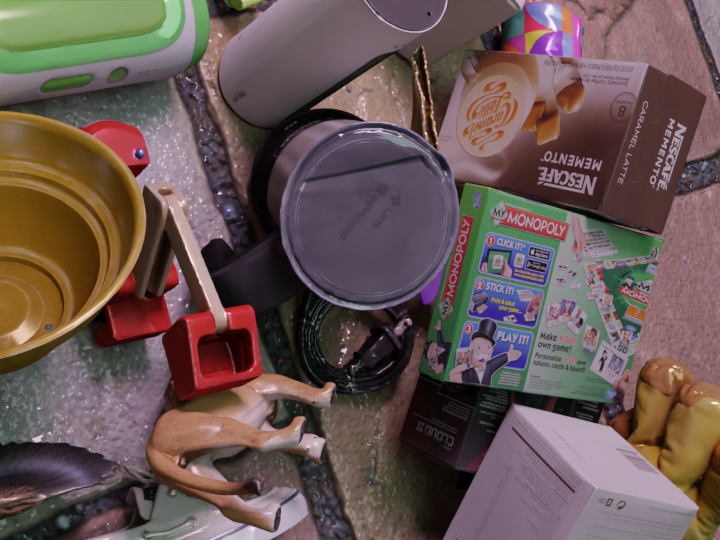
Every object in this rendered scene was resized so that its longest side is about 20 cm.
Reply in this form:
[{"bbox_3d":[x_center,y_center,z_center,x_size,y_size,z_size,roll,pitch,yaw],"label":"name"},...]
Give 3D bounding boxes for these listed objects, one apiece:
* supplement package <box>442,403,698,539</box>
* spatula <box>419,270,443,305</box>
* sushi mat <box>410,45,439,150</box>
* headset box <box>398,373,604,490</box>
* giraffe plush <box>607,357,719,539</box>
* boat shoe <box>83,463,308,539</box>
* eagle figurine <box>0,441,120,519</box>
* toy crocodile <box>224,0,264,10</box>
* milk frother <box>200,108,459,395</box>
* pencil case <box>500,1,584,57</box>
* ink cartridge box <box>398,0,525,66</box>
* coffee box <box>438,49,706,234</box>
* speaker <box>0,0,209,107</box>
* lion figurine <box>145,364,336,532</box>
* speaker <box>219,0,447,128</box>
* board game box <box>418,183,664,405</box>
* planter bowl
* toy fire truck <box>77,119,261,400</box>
[{"bbox_3d":[0.134,0.220,0.810,0.109,0.114,0.202,16,106,-31],"label":"supplement package"},{"bbox_3d":[0.085,0.048,0.903,0.057,0.020,0.201,-47,122,-39],"label":"spatula"},{"bbox_3d":[0.049,-0.091,0.854,0.012,0.200,0.097,-8,79,0],"label":"sushi mat"},{"bbox_3d":[0.127,0.083,0.879,0.148,0.075,0.202,18,90,-38],"label":"headset box"},{"bbox_3d":[0.231,0.193,0.941,0.161,0.172,0.202,-9,118,-27],"label":"giraffe plush"},{"bbox_3d":[-0.131,0.164,0.722,0.200,0.075,0.087,-18,81,-30],"label":"boat shoe"},{"bbox_3d":[-0.241,0.149,0.604,0.199,0.150,0.153,34,84,-43],"label":"eagle figurine"},{"bbox_3d":[-0.122,-0.298,0.846,0.067,0.062,0.202,-26,94,-37],"label":"toy crocodile"},{"bbox_3d":[0.000,0.000,0.777,0.200,0.188,0.181,40,92,-15],"label":"milk frother"},{"bbox_3d":[0.169,-0.143,1.005,0.088,0.088,0.202,11,71,-33],"label":"pencil case"},{"bbox_3d":[0.097,-0.292,0.950,0.085,0.147,0.201,35,61,-22],"label":"ink cartridge box"},{"bbox_3d":[0.158,-0.106,0.878,0.079,0.199,0.116,16,93,-38],"label":"coffee box"},{"bbox_3d":[-0.203,-0.160,0.739,0.199,0.088,0.089,-19,89,-37],"label":"speaker"},{"bbox_3d":[-0.088,0.098,0.682,0.121,0.200,0.073,10,94,9],"label":"lion figurine"},{"bbox_3d":[-0.026,-0.173,0.796,0.080,0.199,0.082,10,72,-32],"label":"speaker"},{"bbox_3d":[0.139,0.023,0.807,0.199,0.029,0.136,12,93,-38],"label":"board game box"},{"bbox_3d":[-0.226,0.001,0.657,0.198,0.084,0.202,3,48,-3],"label":"planter bowl"},{"bbox_3d":[-0.137,-0.012,0.707,0.048,0.141,0.202,-10,80,-37],"label":"toy fire truck"}]
